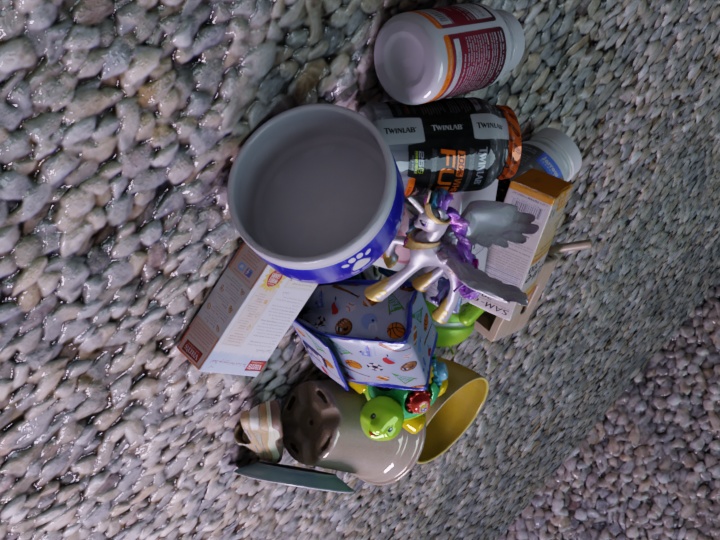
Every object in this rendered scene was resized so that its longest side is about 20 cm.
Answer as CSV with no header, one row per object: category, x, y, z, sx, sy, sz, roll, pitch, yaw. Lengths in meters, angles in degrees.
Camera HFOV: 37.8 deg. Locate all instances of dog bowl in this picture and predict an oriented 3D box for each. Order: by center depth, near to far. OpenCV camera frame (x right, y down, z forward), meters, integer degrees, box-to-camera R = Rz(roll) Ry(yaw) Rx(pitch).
dog bowl,-0.050,-0.089,1.233,0.200,0.200,0.079,-48,155,-5

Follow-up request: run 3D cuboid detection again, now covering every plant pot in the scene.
plant pot,-0.026,0.253,1.735,0.183,0.200,0.201,11,116,-47
plant pot,0.120,0.235,1.956,0.200,0.142,0.201,-36,149,-25

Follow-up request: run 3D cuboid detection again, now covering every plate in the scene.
plate,-0.106,0.333,1.712,0.200,0.199,0.026,27,72,-62

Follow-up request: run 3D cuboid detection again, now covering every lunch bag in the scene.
lunch bag,-0.002,0.096,1.552,0.170,0.199,0.124,68,31,-56

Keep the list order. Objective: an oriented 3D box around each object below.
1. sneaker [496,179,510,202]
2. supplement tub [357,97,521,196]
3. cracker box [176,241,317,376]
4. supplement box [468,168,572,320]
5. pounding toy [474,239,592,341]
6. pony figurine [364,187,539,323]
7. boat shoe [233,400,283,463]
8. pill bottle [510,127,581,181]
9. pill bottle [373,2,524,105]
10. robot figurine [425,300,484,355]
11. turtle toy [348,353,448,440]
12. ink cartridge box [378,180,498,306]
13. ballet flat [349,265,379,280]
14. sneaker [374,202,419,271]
sneaker,0.187,-0.126,1.601,0.200,0.071,0.073,-77,-179,-61
supplement tub,0.098,-0.160,1.359,0.199,0.123,0.123,-6,137,-14
cracker box,-0.142,0.045,1.417,0.200,0.058,0.134,-56,152,9
supplement box,0.241,-0.041,1.577,0.126,0.073,0.201,-32,142,-62
pounding toy,0.257,-0.006,1.817,0.142,0.184,0.201,-17,138,-47
pony figurine,0.120,-0.016,1.382,0.200,0.192,0.167,121,-16,-47
boat shoe,-0.161,0.253,1.651,0.076,0.072,0.200,-7,151,-7
pill bottle,0.269,-0.141,1.739,0.200,0.114,0.114,-43,152,-23
pill bottle,0.120,-0.281,1.346,0.200,0.113,0.113,-21,141,-43
robot figurine,0.135,0.034,1.722,0.115,0.175,0.201,-5,107,-36
turtle toy,0.061,0.184,1.648,0.200,0.146,0.101,-55,-175,-30
ink cartridge box,0.109,-0.067,1.518,0.086,0.146,0.201,-24,130,-38
ballet flat,0.000,0.000,1.579,0.069,0.069,0.200,-40,150,-18
sneaker,0.001,-0.066,1.432,0.199,0.075,0.105,11,119,-32
